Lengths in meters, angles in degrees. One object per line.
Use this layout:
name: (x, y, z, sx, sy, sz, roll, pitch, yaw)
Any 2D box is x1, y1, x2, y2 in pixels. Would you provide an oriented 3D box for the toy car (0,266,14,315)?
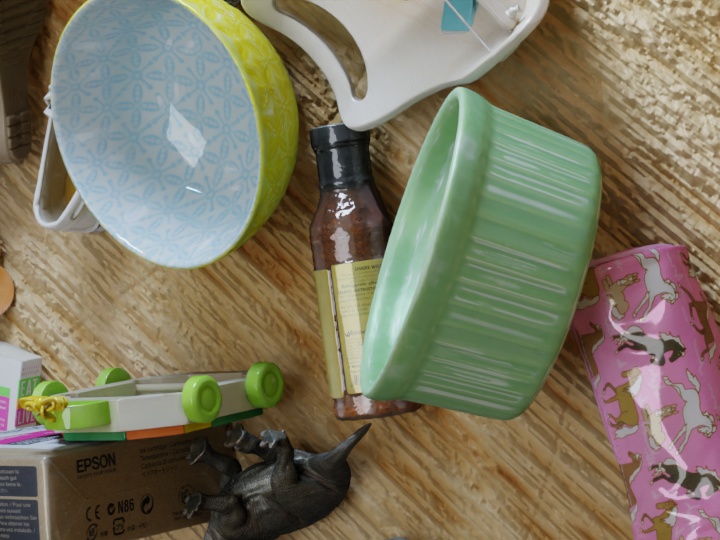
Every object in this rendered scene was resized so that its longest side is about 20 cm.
toy car: (-0.359, -0.026, 1.767, 0.184, 0.200, 0.177, 5, 78, 70)

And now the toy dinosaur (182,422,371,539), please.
toy dinosaur: (-0.058, 0.153, 1.603, 0.200, 0.102, 0.077, -40, 36, 20)

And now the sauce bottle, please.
sauce bottle: (0.000, 0.000, 1.549, 0.066, 0.066, 0.201, -6, 91, 37)

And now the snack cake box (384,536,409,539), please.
snack cake box: (0.037, 0.295, 1.548, 0.115, 0.067, 0.201, 18, 105, 35)

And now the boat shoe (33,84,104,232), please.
boat shoe: (-0.198, -0.121, 1.680, 0.071, 0.070, 0.200, 30, 111, 31)

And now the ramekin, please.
ramekin: (0.076, -0.004, 1.414, 0.097, 0.200, 0.200, 17, 108, -7)

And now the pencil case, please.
pencil case: (0.188, 0.085, 1.408, 0.086, 0.083, 0.201, -26, 79, 46)

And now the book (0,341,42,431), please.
book: (-0.319, 0.151, 1.812, 0.133, 0.048, 0.201, 16, 105, 32)

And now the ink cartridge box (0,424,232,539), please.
ink cartridge box: (-0.214, 0.154, 1.638, 0.164, 0.200, 0.075, -1, 93, 36)

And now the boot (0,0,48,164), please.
boot: (-0.325, -0.181, 1.766, 0.166, 0.072, 0.201, 11, 104, 33)

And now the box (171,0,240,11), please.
box: (-0.071, -0.278, 1.578, 0.200, 0.060, 0.117, -34, 74, 34)

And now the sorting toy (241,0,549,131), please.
sorting toy: (0.010, -0.188, 1.485, 0.200, 0.107, 0.180, 49, 123, 4)

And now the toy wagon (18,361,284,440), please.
toy wagon: (-0.157, 0.093, 1.588, 0.155, 0.200, 0.040, -4, 94, 36)

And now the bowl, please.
bowl: (-0.108, -0.110, 1.582, 0.200, 0.108, 0.201, 17, 118, 36)
